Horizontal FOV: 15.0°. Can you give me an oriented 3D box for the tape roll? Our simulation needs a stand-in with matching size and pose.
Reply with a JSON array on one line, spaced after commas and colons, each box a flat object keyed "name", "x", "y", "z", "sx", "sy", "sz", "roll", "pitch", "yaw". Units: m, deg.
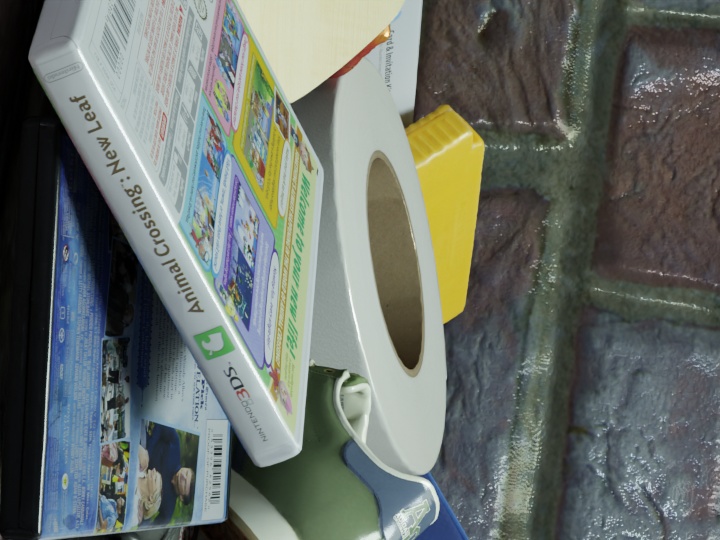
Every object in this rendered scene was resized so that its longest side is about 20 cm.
[{"name": "tape roll", "x": 0.000, "y": 0.000, "z": 1.285, "sx": 0.203, "sy": 0.037, "sz": 0.204, "roll": -10, "pitch": 90, "yaw": -77}]

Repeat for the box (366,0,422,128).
[{"name": "box", "x": -0.021, "y": -0.171, "z": 1.464, "sx": 0.156, "sy": 0.041, "sz": 0.201, "roll": 93, "pitch": -21, "yaw": -55}]

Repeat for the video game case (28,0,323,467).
[{"name": "video game case", "x": -0.062, "y": -0.055, "z": 1.015, "sx": 0.200, "sy": 0.022, "sz": 0.183, "roll": -87, "pitch": 154, "yaw": -57}]

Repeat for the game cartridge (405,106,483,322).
[{"name": "game cartridge", "x": -0.023, "y": 0.013, "z": 1.461, "sx": 0.200, "sy": 0.032, "sz": 0.177, "roll": -33, "pitch": 153, "yaw": -24}]

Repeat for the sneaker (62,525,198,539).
[{"name": "sneaker", "x": -0.107, "y": 0.120, "z": 1.092, "sx": 0.200, "sy": 0.070, "sz": 0.098, "roll": -51, "pitch": 142, "yaw": -78}]

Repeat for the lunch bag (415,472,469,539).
[{"name": "lunch bag", "x": -0.022, "y": 0.160, "z": 1.393, "sx": 0.200, "sy": 0.135, "sz": 0.133, "roll": 58, "pitch": -37, "yaw": 27}]

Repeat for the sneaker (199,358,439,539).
[{"name": "sneaker", "x": -0.038, "y": 0.068, "z": 1.173, "sx": 0.200, "sy": 0.090, "sz": 0.067, "roll": 49, "pitch": -23, "yaw": 46}]

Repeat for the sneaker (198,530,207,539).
[{"name": "sneaker", "x": -0.082, "y": 0.167, "z": 1.251, "sx": 0.201, "sy": 0.079, "sz": 0.096, "roll": -83, "pitch": 163, "yaw": -47}]

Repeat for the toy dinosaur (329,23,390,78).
[{"name": "toy dinosaur", "x": 0.000, "y": -0.167, "z": 1.276, "sx": 0.200, "sy": 0.105, "sz": 0.182, "roll": 18, "pitch": 60, "yaw": -55}]

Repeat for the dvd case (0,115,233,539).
[{"name": "dvd case", "x": -0.084, "y": 0.024, "z": 1.009, "sx": 0.200, "sy": 0.017, "sz": 0.144, "roll": 11, "pitch": 81, "yaw": -73}]

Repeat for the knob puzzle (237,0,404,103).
[{"name": "knob puzzle", "x": -0.037, "y": -0.171, "z": 1.148, "sx": 0.219, "sy": 0.030, "sz": 0.221, "roll": -6, "pitch": 98, "yaw": -46}]
